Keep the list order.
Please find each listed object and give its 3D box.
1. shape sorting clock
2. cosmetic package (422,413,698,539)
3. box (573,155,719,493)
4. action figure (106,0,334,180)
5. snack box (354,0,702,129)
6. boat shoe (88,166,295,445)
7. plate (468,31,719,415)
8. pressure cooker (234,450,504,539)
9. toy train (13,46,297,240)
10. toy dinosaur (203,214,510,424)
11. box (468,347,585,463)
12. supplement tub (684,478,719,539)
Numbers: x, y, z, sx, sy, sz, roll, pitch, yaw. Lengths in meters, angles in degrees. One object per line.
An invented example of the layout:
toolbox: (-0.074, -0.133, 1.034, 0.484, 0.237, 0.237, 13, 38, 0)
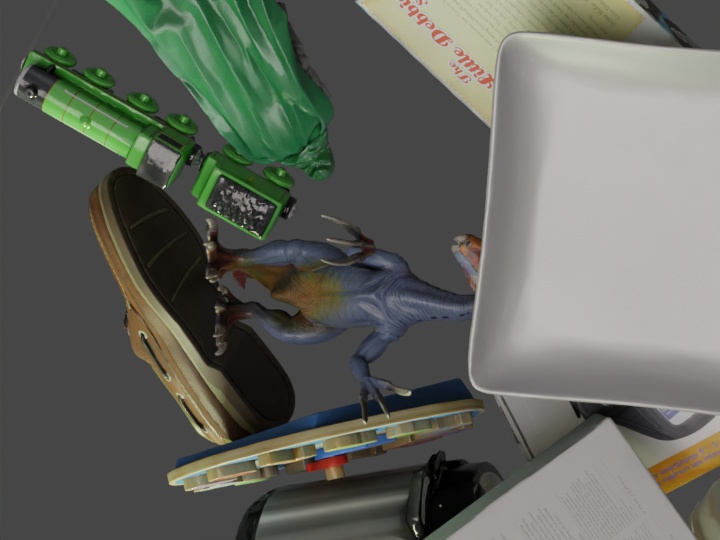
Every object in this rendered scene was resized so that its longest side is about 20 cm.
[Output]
shape sorting clock: (-0.020, 0.109, 1.013, 0.200, 0.200, 0.039, -19, 83, 19)
cosmetic package: (0.134, 0.205, 0.928, 0.151, 0.052, 0.200, -35, 89, -4)
box: (0.160, 0.024, 0.951, 0.119, 0.041, 0.200, -32, 97, 21)
action figure: (-0.075, -0.136, 1.004, 0.118, 0.055, 0.200, -27, 109, 20)
snack box: (0.108, -0.135, 0.969, 0.200, 0.037, 0.116, 43, 113, -5)
boat shoe: (-0.125, 0.031, 1.068, 0.068, 0.072, 0.200, -24, 101, 37)
plate: (0.165, -0.024, 0.896, 0.199, 0.032, 0.200, 5, 101, 4)
pressure cooker: (0.035, 0.208, 1.044, 0.199, 0.176, 0.179, -11, 84, 16)
toy train: (-0.131, -0.081, 1.036, 0.200, 0.056, 0.042, 29, 114, 1)
toy dinosaur: (0.000, 0.000, 0.976, 0.181, 0.200, 0.105, -2, 113, 2)
box: (0.182, 0.049, 1.010, 0.200, 0.060, 0.117, -24, 103, 20)
supplement tub: (0.228, 0.245, 1.036, 0.132, 0.132, 0.200, 26, 115, 2)
